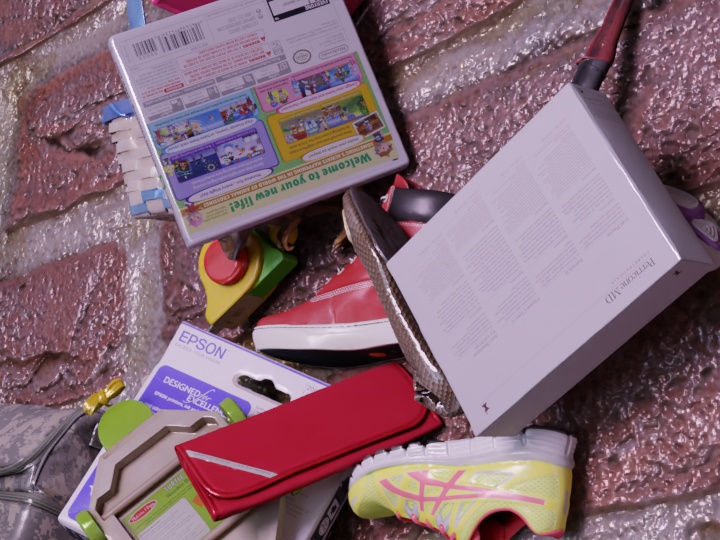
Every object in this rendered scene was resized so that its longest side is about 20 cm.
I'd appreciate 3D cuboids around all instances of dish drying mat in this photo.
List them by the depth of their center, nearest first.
[{"bbox_3d":[-0.039,0.127,1.186,0.077,0.198,0.018,51,150,38],"label":"dish drying mat"}]

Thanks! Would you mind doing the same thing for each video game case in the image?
[{"bbox_3d":[-0.082,-0.136,1.260,0.022,0.198,0.184,139,110,-74],"label":"video game case"}]

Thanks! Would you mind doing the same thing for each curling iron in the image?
[{"bbox_3d":[0.171,-0.159,1.124,0.025,0.050,0.201,22,74,18],"label":"curling iron"}]

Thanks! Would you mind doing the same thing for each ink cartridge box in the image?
[{"bbox_3d":[-0.110,0.164,1.249,0.197,0.044,0.201,22,66,21],"label":"ink cartridge box"}]

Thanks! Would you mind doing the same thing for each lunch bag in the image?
[{"bbox_3d":[-0.318,0.207,1.448,0.199,0.139,0.169,-4,60,41],"label":"lunch bag"}]

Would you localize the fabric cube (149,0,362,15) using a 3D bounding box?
[{"bbox_3d":[-0.088,-0.330,1.335,0.200,0.199,0.197,-51,50,21],"label":"fabric cube"}]

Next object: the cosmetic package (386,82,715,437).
[{"bbox_3d":[0.124,-0.004,1.056,0.200,0.051,0.152,-44,57,30],"label":"cosmetic package"}]

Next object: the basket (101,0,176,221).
[{"bbox_3d":[-0.139,-0.144,1.355,0.138,0.176,0.202,-13,85,28],"label":"basket"}]

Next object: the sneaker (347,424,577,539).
[{"bbox_3d":[0.070,0.172,1.138,0.199,0.078,0.091,-16,70,38],"label":"sneaker"}]

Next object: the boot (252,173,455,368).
[{"bbox_3d":[0.000,0.000,1.255,0.198,0.072,0.146,-10,72,32],"label":"boot"}]

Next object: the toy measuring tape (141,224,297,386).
[{"bbox_3d":[-0.132,0.019,1.358,0.200,0.073,0.074,-44,53,16],"label":"toy measuring tape"}]

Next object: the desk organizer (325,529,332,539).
[{"bbox_3d":[-0.122,0.195,1.305,0.200,0.077,0.072,35,102,42],"label":"desk organizer"}]

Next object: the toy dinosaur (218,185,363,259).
[{"bbox_3d":[-0.036,-0.079,1.298,0.106,0.060,0.200,43,79,9],"label":"toy dinosaur"}]

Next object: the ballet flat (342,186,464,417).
[{"bbox_3d":[0.029,0.024,1.156,0.046,0.067,0.201,-39,64,24],"label":"ballet flat"}]

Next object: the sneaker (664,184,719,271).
[{"bbox_3d":[0.180,-0.022,1.103,0.199,0.074,0.101,29,105,51],"label":"sneaker"}]

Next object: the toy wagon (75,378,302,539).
[{"bbox_3d":[-0.146,0.167,1.206,0.155,0.040,0.200,-37,61,-13],"label":"toy wagon"}]
